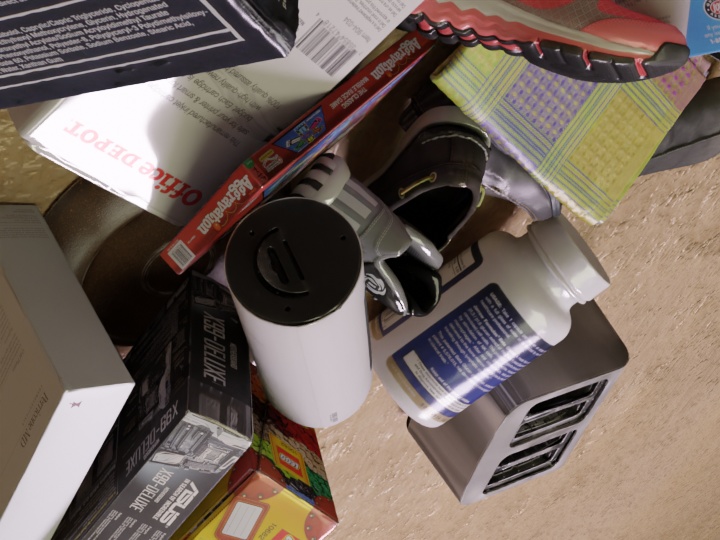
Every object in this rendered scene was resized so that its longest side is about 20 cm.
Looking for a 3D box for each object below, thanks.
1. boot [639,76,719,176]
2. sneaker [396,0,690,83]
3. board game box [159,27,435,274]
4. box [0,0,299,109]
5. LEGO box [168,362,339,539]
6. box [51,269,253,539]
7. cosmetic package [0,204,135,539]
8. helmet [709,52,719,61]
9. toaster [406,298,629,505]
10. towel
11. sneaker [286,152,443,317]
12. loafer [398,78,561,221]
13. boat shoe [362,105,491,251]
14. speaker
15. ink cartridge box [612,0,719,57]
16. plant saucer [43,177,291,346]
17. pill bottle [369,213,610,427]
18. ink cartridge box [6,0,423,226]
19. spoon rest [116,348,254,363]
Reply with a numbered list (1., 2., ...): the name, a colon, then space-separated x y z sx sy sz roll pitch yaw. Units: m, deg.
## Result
1. boot: 0.249 -0.130 0.969 0.199 0.073 0.182 -12 156 -22
2. sneaker: 0.098 -0.168 0.677 0.074 0.199 0.087 1 107 -79
3. board game box: -0.034 -0.076 0.705 0.103 0.019 0.200 -39 -175 45
4. box: -0.148 -0.160 0.417 0.199 0.124 0.198 -5 159 26
5. LEGO box: -0.120 0.180 0.828 0.077 0.149 0.200 38 105 -26
6. box: -0.148 0.119 0.781 0.050 0.158 0.200 31 112 -24
7. cosmetic package: -0.225 0.083 0.726 0.051 0.151 0.200 -1 135 -42
8. helmet: 0.288 -0.235 0.747 0.199 0.200 0.191 -30 152 -8
9. toaster: 0.149 0.121 1.164 0.199 0.119 0.181 -14 142 -31
10. towel: 0.148 -0.128 0.786 0.200 0.023 0.144 33 96 -38
11. sneaker: 0.000 0.000 0.811 0.075 0.115 0.200 -53 174 -13
12. loafer: 0.095 -0.090 0.886 0.072 0.073 0.200 -32 140 12
13. boat shoe: 0.036 -0.040 0.847 0.071 0.061 0.201 12 150 -12
14. speaker: -0.034 0.033 0.736 0.081 0.081 0.200 -29 158 -10
15. ink cartridge box: 0.166 -0.224 0.665 0.067 0.116 0.201 -42 114 -30
16. plant saucer: -0.130 -0.011 0.806 0.199 0.032 0.201 -24 148 -16
17. pill bottle: 0.110 0.037 1.002 0.200 0.111 0.111 -37 149 16
18. ink cartridge box: -0.083 -0.136 0.631 0.200 0.084 0.145 -42 148 11
19. spoon rest: -0.110 0.086 0.927 0.199 0.061 0.100 -2 136 -41
